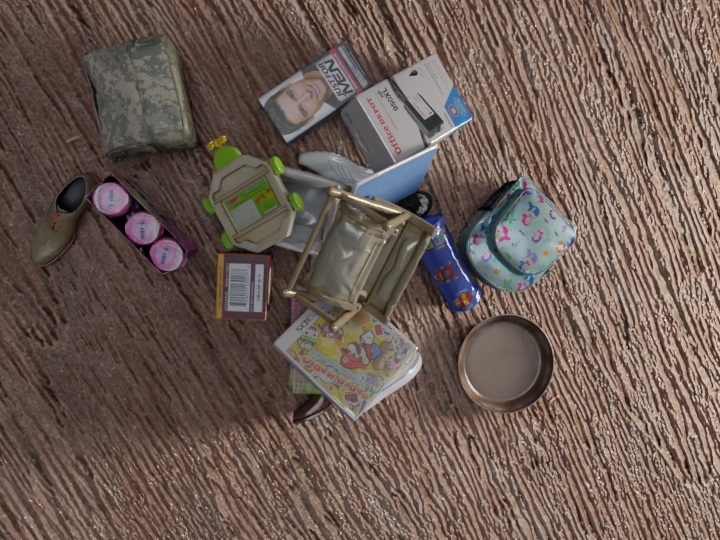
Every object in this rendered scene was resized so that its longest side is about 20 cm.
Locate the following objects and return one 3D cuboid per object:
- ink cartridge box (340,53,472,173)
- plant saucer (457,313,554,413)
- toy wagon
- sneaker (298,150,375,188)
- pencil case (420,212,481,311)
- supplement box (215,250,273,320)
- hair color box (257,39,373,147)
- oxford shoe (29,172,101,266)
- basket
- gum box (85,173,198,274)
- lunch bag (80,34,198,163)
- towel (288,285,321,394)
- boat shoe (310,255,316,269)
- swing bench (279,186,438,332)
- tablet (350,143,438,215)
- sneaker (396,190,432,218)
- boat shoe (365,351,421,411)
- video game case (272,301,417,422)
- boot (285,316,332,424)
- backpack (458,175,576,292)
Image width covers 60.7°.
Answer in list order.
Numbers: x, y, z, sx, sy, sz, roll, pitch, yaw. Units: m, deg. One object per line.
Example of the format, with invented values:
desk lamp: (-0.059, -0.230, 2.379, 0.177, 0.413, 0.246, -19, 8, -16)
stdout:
ink cartridge box: (0.086, -0.288, 1.145, 0.200, 0.084, 0.145, -34, 95, -22)
plant saucer: (0.291, 0.186, 1.244, 0.199, 0.032, 0.202, 0, 93, -5)
toy wagon: (-0.193, -0.135, 1.047, 0.155, 0.040, 0.201, -27, 93, 16)
sneaker: (-0.028, -0.173, 1.179, 0.199, 0.075, 0.088, 20, 96, -5)
pencil case: (0.162, -0.014, 1.177, 0.078, 0.087, 0.201, -22, 114, 20)
supplement box: (-0.204, 0.023, 1.106, 0.085, 0.200, 0.111, 3, 93, -6)
hair color box: (-0.085, -0.334, 1.169, 0.199, 0.061, 0.099, -35, 95, -2)
oxford shoe: (-0.555, -0.097, 1.131, 0.070, 0.075, 0.201, 30, 90, -7)
basket: (-0.124, -0.119, 1.119, 0.199, 0.123, 0.136, 16, 103, 8)
gum box: (-0.391, -0.079, 1.127, 0.066, 0.113, 0.200, -44, 96, -2)
lunch bag: (-0.397, -0.306, 1.103, 0.167, 0.139, 0.201, -12, 93, -5)
towel: (-0.064, 0.131, 1.164, 0.143, 0.023, 0.201, 3, 84, -18)
boat shoe: (0.000, 0.000, 1.194, 0.199, 0.072, 0.069, 8, 114, -12)
swing bench: (0.002, -0.017, 1.036, 0.129, 0.200, 0.200, 34, 106, 25)
tablet: (0.051, -0.152, 1.111, 0.199, 0.130, 0.014, -30, 68, -29)
sneaker: (0.061, -0.088, 1.172, 0.199, 0.104, 0.060, -33, 95, -3)
boat shoe: (0.034, 0.184, 1.164, 0.201, 0.074, 0.087, -29, 109, -33)
video game case: (-0.026, 0.139, 1.115, 0.200, 0.023, 0.182, 42, 66, 8)
boot: (-0.100, 0.168, 1.190, 0.186, 0.064, 0.201, -34, 99, -16)
backpack: (0.296, -0.058, 1.180, 0.200, 0.151, 0.178, -45, 97, 3)
